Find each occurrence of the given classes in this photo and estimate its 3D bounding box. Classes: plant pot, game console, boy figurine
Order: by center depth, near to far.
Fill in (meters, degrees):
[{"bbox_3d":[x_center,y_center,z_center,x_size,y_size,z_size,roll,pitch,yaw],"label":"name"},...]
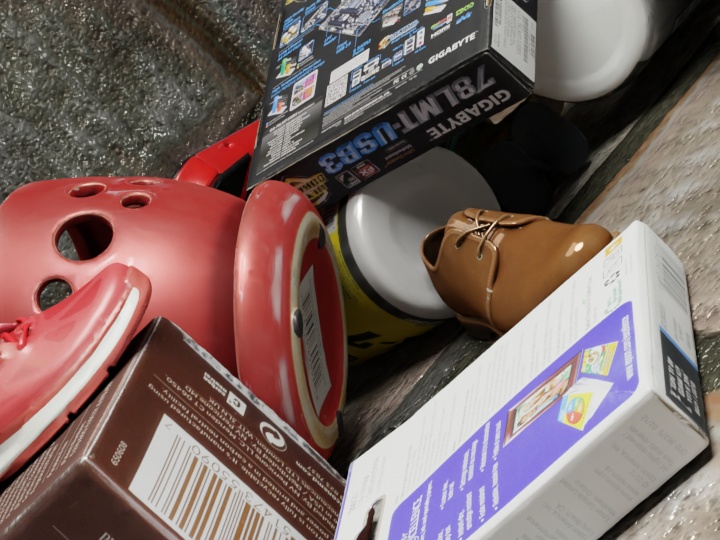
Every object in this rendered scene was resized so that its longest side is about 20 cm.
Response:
[{"bbox_3d":[-0.107,0.040,1.073,0.181,0.202,0.201,-4,22,11],"label":"plant pot"},{"bbox_3d":[0.099,-0.083,1.260,0.125,0.064,0.200,-51,13,0],"label":"boy figurine"},{"bbox_3d":[-0.112,0.000,1.268,0.177,0.031,0.201,-50,-21,-65],"label":"game console"}]

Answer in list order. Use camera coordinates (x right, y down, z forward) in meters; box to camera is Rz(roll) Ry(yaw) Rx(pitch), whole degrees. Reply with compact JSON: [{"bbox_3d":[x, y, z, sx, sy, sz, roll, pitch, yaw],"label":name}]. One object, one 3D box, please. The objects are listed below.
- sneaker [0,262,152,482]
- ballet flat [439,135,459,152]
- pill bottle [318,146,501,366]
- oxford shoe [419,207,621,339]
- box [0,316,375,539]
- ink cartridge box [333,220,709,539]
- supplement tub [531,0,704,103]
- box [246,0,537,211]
[{"bbox_3d":[-0.205,0.049,0.913,0.200,0.115,0.078,-48,10,-8],"label":"sneaker"},{"bbox_3d":[0.020,-0.056,1.274,0.201,0.068,0.068,106,167,-49],"label":"ballet flat"},{"bbox_3d":[0.000,0.000,1.204,0.114,0.114,0.200,-53,12,-31],"label":"pill bottle"},{"bbox_3d":[0.082,-0.004,1.017,0.071,0.071,0.200,-49,12,-18],"label":"oxford shoe"},{"bbox_3d":[-0.124,0.167,0.931,0.200,0.166,0.164,-42,12,21],"label":"box"},{"bbox_3d":[0.066,0.084,0.817,0.200,0.043,0.198,-41,12,19],"label":"ink cartridge box"},{"bbox_3d":[0.168,-0.201,1.212,0.122,0.123,0.200,-38,5,39],"label":"supplement tub"},{"bbox_3d":[0.023,-0.150,1.128,0.199,0.050,0.199,-28,38,35],"label":"box"}]
